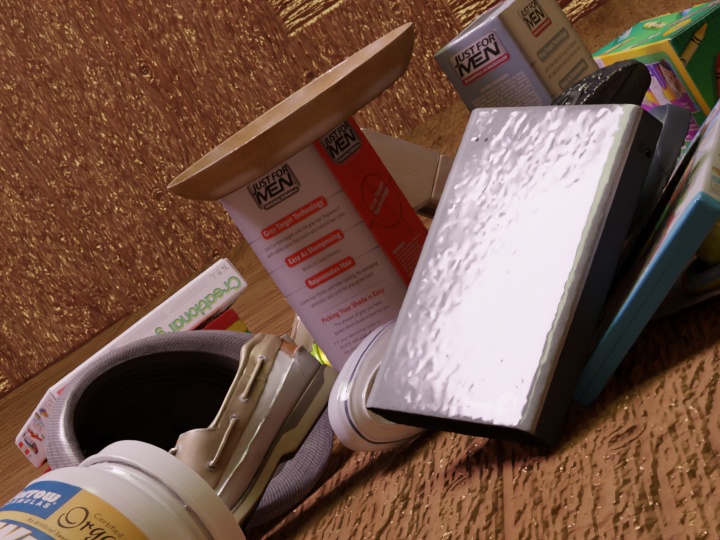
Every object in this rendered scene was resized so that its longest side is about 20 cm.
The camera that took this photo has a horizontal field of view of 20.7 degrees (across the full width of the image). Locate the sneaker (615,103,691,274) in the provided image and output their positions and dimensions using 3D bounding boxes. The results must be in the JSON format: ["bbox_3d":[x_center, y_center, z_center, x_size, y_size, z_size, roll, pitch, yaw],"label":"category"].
[{"bbox_3d":[0.126,-0.027,1.209,0.200,0.082,0.070,-58,-1,0],"label":"sneaker"}]

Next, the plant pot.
[{"bbox_3d":[-0.042,-0.102,1.335,0.200,0.028,0.200,-33,9,6],"label":"plant pot"}]

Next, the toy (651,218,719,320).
[{"bbox_3d":[0.234,-0.031,1.167,0.115,0.047,0.200,-38,9,-30],"label":"toy"}]

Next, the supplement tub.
[{"bbox_3d":[-0.164,0.196,1.052,0.200,0.145,0.145,-40,10,-39],"label":"supplement tub"}]

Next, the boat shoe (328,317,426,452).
[{"bbox_3d":[0.062,0.048,1.303,0.200,0.074,0.067,-38,6,-35],"label":"boat shoe"}]

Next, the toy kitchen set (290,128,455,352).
[{"bbox_3d":[0.056,-0.005,1.693,0.163,0.180,0.201,158,127,-70],"label":"toy kitchen set"}]

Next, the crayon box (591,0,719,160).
[{"bbox_3d":[0.248,-0.129,1.465,0.058,0.119,0.200,-35,8,-8],"label":"crayon box"}]

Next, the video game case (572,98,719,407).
[{"bbox_3d":[0.177,-0.017,1.168,0.143,0.018,0.200,-59,-1,26],"label":"video game case"}]

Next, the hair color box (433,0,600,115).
[{"bbox_3d":[0.143,-0.094,1.372,0.061,0.200,0.099,-29,8,31],"label":"hair color box"}]

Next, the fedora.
[{"bbox_3d":[-0.124,0.133,1.389,0.199,0.177,0.090,-16,-36,-28],"label":"fedora"}]

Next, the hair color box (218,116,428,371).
[{"bbox_3d":[0.000,0.000,1.386,0.101,0.200,0.061,-27,10,37],"label":"hair color box"}]

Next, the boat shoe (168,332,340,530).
[{"bbox_3d":[-0.092,0.131,1.283,0.200,0.068,0.075,-55,-4,-22],"label":"boat shoe"}]

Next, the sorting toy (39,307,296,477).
[{"bbox_3d":[-0.173,0.130,1.631,0.199,0.070,0.200,-38,-5,-38],"label":"sorting toy"}]

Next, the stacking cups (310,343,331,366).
[{"bbox_3d":[-0.064,0.116,1.525,0.200,0.061,0.061,-38,7,8],"label":"stacking cups"}]

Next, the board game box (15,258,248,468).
[{"bbox_3d":[-0.191,0.077,1.641,0.200,0.035,0.126,-39,-5,-31],"label":"board game box"}]

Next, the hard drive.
[{"bbox_3d":[0.089,0.000,1.151,0.139,0.033,0.201,4,69,49],"label":"hard drive"}]

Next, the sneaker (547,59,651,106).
[{"bbox_3d":[0.136,-0.045,1.283,0.200,0.091,0.076,-56,11,-2],"label":"sneaker"}]
